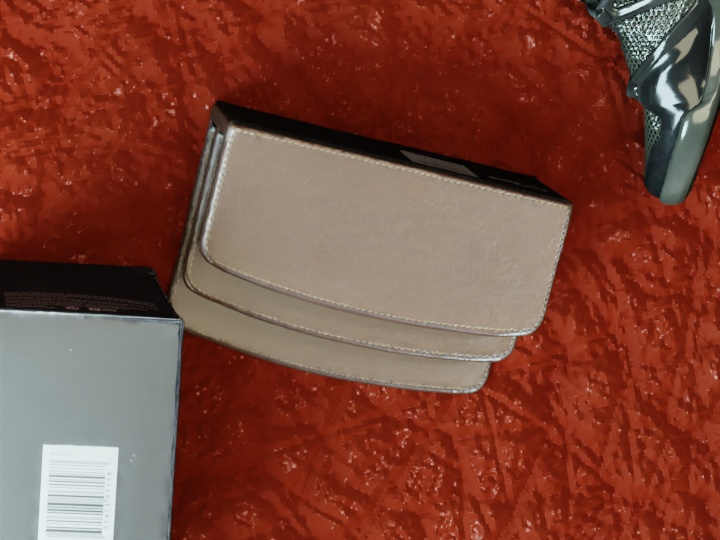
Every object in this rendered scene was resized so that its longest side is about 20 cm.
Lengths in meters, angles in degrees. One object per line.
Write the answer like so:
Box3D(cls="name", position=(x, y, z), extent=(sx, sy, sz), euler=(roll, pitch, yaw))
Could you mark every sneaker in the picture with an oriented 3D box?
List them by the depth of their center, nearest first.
Box3D(cls="sneaker", position=(0.162, -0.140, 1.421), extent=(0.113, 0.076, 0.201), euler=(9, 114, 11))

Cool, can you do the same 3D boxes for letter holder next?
Box3D(cls="letter holder", position=(0.000, 0.000, 1.399), extent=(0.198, 0.101, 0.143), euler=(13, 98, -11))

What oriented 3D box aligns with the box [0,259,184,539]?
Box3D(cls="box", position=(-0.160, 0.107, 1.346), extent=(0.103, 0.182, 0.202), euler=(3, 97, -9))
